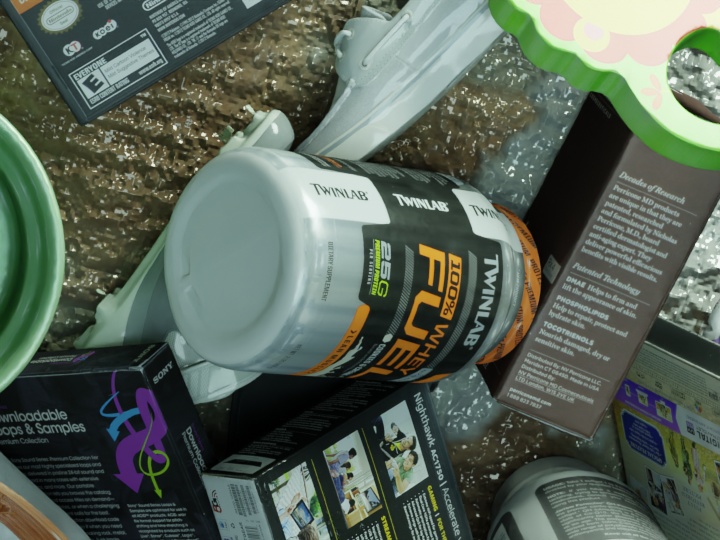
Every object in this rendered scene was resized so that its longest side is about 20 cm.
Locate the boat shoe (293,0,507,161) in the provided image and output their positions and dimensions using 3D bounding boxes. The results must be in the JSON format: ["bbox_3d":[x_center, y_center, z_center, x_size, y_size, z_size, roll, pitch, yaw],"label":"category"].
[{"bbox_3d":[0.023,-0.126,1.460,0.200,0.072,0.069,-44,88,14],"label":"boat shoe"}]

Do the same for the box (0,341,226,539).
[{"bbox_3d":[-0.139,0.137,1.498,0.143,0.036,0.200,-5,117,34],"label":"box"}]

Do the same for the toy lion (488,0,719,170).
[{"bbox_3d":[0.169,-0.148,1.419,0.192,0.069,0.200,-11,73,-19],"label":"toy lion"}]

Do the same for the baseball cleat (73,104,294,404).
[{"bbox_3d":[-0.080,0.003,1.479,0.106,0.070,0.200,38,110,-2],"label":"baseball cleat"}]

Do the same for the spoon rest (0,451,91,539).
[{"bbox_3d":[-0.228,0.133,1.500,0.200,0.099,0.061,42,53,-12],"label":"spoon rest"}]

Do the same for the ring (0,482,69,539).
[{"bbox_3d":[-0.239,0.159,1.464,0.200,0.200,0.019,44,56,-20],"label":"ring"}]

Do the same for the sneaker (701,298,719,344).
[{"bbox_3d":[0.264,0.096,1.549,0.080,0.088,0.200,-33,121,-40],"label":"sneaker"}]

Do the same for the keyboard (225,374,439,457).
[{"bbox_3d":[-0.019,0.106,1.556,0.127,0.021,0.200,4,109,-9],"label":"keyboard"}]

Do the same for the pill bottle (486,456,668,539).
[{"bbox_3d":[0.135,0.186,1.511,0.111,0.200,0.111,-3,110,-8],"label":"pill bottle"}]

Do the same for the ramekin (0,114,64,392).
[{"bbox_3d":[-0.267,-0.011,1.412,0.200,0.098,0.200,0,93,-9],"label":"ramekin"}]

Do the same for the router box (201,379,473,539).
[{"bbox_3d":[0.000,0.179,1.497,0.149,0.051,0.200,-28,110,-39],"label":"router box"}]

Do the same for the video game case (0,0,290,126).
[{"bbox_3d":[-0.121,-0.207,1.428,0.200,0.026,0.181,-31,111,3],"label":"video game case"}]

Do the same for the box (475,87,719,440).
[{"bbox_3d":[0.141,-0.013,1.497,0.075,0.100,0.200,24,103,-16],"label":"box"}]

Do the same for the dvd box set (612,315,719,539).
[{"bbox_3d":[0.207,0.132,1.534,0.029,0.146,0.200,-20,111,-20],"label":"dvd box set"}]

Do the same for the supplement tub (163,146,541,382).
[{"bbox_3d":[0.000,0.000,1.416,0.200,0.123,0.123,5,111,-44],"label":"supplement tub"}]
